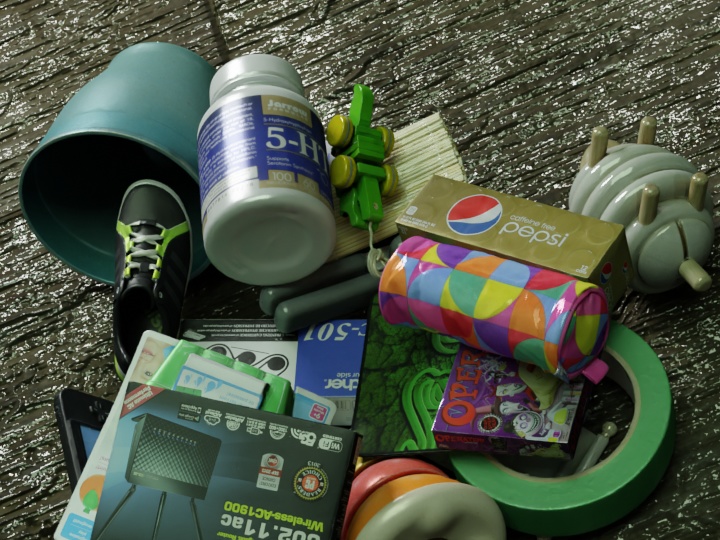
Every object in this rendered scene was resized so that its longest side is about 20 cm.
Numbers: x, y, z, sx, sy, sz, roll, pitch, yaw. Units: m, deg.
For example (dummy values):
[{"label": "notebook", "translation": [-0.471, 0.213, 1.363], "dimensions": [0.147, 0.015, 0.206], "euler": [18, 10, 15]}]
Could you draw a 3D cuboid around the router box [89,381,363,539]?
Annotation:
[{"label": "router box", "translation": [-0.110, 0.184, 1.541], "dimensions": [0.199, 0.062, 0.151], "euler": [11, 82, 7]}]

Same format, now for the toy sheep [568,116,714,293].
[{"label": "toy sheep", "translation": [0.253, -0.049, 1.684], "dimensions": [0.137, 0.138, 0.200], "euler": [-27, 44, 0]}]

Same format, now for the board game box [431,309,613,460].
[{"label": "board game box", "translation": [0.144, 0.071, 1.612], "dimensions": [0.120, 0.032, 0.200], "euler": [0, 47, 24]}]

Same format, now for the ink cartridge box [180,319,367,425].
[{"label": "ink cartridge box", "translation": [-0.066, 0.092, 1.719], "dimensions": [0.199, 0.044, 0.094], "euler": [0, 47, 3]}]

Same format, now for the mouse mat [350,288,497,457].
[{"label": "mouse mat", "translation": [0.076, 0.080, 1.649], "dimensions": [0.160, 0.008, 0.201], "euler": [-5, 46, 14]}]

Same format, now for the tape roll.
[{"label": "tape roll", "translation": [0.169, 0.129, 1.625], "dimensions": [0.200, 0.048, 0.201], "euler": [-8, 53, 11]}]

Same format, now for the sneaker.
[{"label": "sneaker", "translation": [-0.188, 0.011, 1.711], "dimensions": [0.071, 0.083, 0.201], "euler": [0, 79, -4]}]

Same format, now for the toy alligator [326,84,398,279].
[{"label": "toy alligator", "translation": [-0.003, -0.075, 1.743], "dimensions": [0.054, 0.059, 0.201], "euler": [-34, 53, 49]}]

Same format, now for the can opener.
[{"label": "can opener", "translation": [0.000, 0.000, 1.748], "dimensions": [0.199, 0.067, 0.053], "euler": [-22, 48, -25]}]

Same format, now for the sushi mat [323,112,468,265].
[{"label": "sushi mat", "translation": [0.002, -0.069, 1.774], "dimensions": [0.199, 0.012, 0.096], "euler": [-24, 64, 7]}]

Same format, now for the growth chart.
[{"label": "growth chart", "translation": [0.127, 0.137, 1.675], "dimensions": [0.200, 0.018, 0.145], "euler": [29, 70, 32]}]

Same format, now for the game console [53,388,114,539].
[{"label": "game console", "translation": [-0.161, 0.178, 1.688], "dimensions": [0.116, 0.176, 0.200], "euler": [-41, 48, 25]}]

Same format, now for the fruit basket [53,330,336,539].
[{"label": "fruit basket", "translation": [-0.140, 0.168, 1.610], "dimensions": [0.185, 0.094, 0.201], "euler": [21, 67, 8]}]

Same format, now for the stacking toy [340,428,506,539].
[{"label": "stacking toy", "translation": [0.022, 0.196, 1.620], "dimensions": [0.146, 0.146, 0.200], "euler": [-33, 39, -5]}]

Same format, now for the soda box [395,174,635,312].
[{"label": "soda box", "translation": [0.134, -0.019, 1.639], "dimensions": [0.199, 0.064, 0.068], "euler": [18, 54, 33]}]

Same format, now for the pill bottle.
[{"label": "pill bottle", "translation": [-0.088, -0.097, 1.725], "dimensions": [0.119, 0.120, 0.201], "euler": [-15, 49, 8]}]

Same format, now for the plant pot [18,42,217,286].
[{"label": "plant pot", "translation": [-0.211, -0.116, 1.859], "dimensions": [0.199, 0.201, 0.188], "euler": [-2, 42, 17]}]

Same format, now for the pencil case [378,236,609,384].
[{"label": "pencil case", "translation": [0.112, 0.033, 1.582], "dimensions": [0.199, 0.088, 0.089], "euler": [19, 66, 34]}]

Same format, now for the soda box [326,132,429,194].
[{"label": "soda box", "translation": [-0.022, -0.084, 1.836], "dimensions": [0.199, 0.070, 0.064], "euler": [-5, 59, 15]}]
